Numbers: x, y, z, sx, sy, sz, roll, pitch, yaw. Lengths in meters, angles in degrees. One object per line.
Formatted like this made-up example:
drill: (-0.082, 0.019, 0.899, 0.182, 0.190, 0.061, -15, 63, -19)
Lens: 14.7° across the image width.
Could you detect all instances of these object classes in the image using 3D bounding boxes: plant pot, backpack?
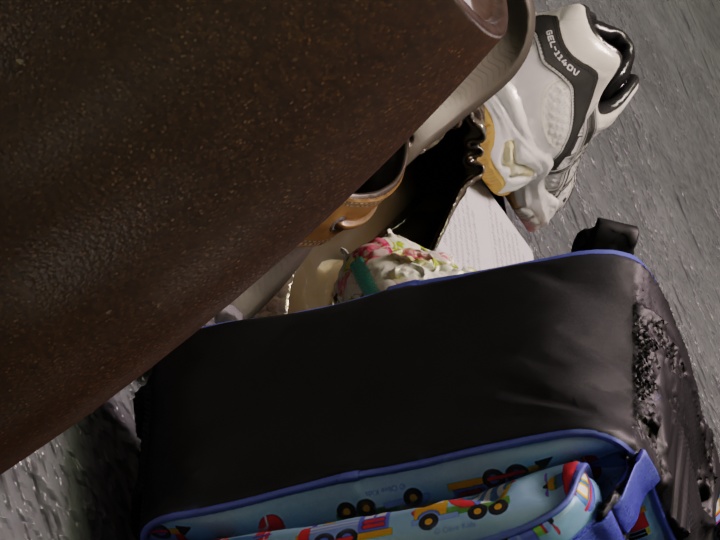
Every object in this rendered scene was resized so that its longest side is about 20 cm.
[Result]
plant pot: (-0.068, -0.060, 0.768, 0.187, 0.200, 0.187, 55, 19, -29)
backpack: (0.035, 0.102, 0.909, 0.135, 0.182, 0.200, -87, 160, -44)

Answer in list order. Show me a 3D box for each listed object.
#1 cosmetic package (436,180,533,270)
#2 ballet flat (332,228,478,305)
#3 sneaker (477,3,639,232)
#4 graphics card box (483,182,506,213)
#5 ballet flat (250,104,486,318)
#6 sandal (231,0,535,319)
cosmetic package: (0.000, -0.025, 1.153, 0.200, 0.071, 0.102, 53, 21, -35)
ballet flat: (0.050, 0.040, 1.024, 0.064, 0.076, 0.200, 55, 5, 36)
sneaker: (0.089, -0.072, 1.260, 0.076, 0.088, 0.200, 56, 5, 5)
graphics card box: (0.001, -0.078, 1.274, 0.200, 0.051, 0.126, 53, 20, -36)
ballet flat: (0.000, 0.000, 1.028, 0.067, 0.046, 0.200, 59, 45, -32)
sandal: (-0.009, -0.043, 0.964, 0.055, 0.200, 0.082, 20, -38, 59)
